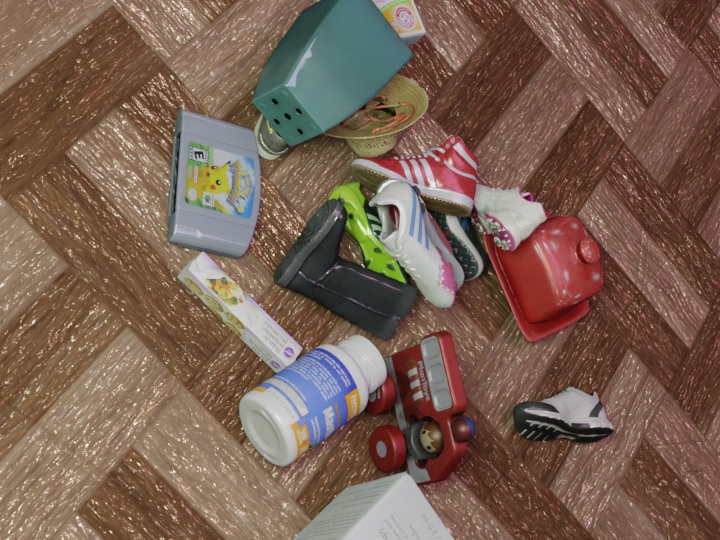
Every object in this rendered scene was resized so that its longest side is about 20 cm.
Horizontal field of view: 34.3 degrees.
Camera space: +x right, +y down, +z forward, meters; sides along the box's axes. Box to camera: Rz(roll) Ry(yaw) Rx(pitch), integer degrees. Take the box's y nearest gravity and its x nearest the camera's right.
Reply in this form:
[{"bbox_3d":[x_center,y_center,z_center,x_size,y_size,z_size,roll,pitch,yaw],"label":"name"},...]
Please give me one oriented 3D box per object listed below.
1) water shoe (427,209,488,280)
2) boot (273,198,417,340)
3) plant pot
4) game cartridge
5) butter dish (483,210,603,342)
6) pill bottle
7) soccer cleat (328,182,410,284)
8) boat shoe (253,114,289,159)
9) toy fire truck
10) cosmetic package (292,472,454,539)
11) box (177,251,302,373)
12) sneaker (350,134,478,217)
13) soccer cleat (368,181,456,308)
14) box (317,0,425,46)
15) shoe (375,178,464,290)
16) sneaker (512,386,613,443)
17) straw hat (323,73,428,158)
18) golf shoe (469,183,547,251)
[{"bbox_3d":[0.136,-0.076,1.873,0.201,0.071,0.079,63,25,2],"label":"water shoe"},{"bbox_3d":[-0.001,0.001,1.687,0.199,0.165,0.066,29,34,-19],"label":"boot"},{"bbox_3d":[-0.053,-0.284,1.687,0.141,0.141,0.201,48,55,-20],"label":"plant pot"},{"bbox_3d":[-0.206,-0.123,1.665,0.132,0.040,0.202,14,67,-34],"label":"game cartridge"},{"bbox_3d":[0.327,-0.012,1.908,0.199,0.147,0.201,-20,84,-43],"label":"butter dish"},{"bbox_3d":[-0.060,0.171,1.606,0.199,0.112,0.113,-32,92,-33],"label":"pill bottle"},{"bbox_3d":[0.025,-0.047,1.779,0.081,0.067,0.201,-35,95,-50],"label":"soccer cleat"},{"bbox_3d":[-0.110,-0.265,1.762,0.072,0.060,0.203,24,62,-25],"label":"boat shoe"},{"bbox_3d":[0.094,0.201,1.671,0.111,0.168,0.202,-4,76,-34],"label":"toy fire truck"},{"bbox_3d":[0.005,0.402,1.543,0.200,0.166,0.168,-40,98,-35],"label":"cosmetic package"},{"bbox_3d":[-0.167,0.059,1.624,0.200,0.041,0.039,46,56,-14],"label":"box"},{"bbox_3d":[0.088,-0.164,1.795,0.198,0.071,0.114,18,73,-9],"label":"sneaker"},{"bbox_3d":[0.070,-0.028,1.692,0.086,0.070,0.202,-28,99,-38],"label":"soccer cleat"},{"bbox_3d":[0.004,-0.441,1.875,0.112,0.101,0.202,-18,84,-36],"label":"box"},{"bbox_3d":[0.086,-0.056,1.781,0.071,0.091,0.201,-35,103,3],"label":"shoe"},{"bbox_3d":[0.319,0.229,1.886,0.199,0.074,0.081,12,53,-35],"label":"sneaker"},{"bbox_3d":[0.013,-0.221,1.802,0.201,0.200,0.086,-47,141,-35],"label":"straw hat"},{"bbox_3d":[0.224,-0.099,1.857,0.091,0.200,0.076,-31,124,-6],"label":"golf shoe"}]
